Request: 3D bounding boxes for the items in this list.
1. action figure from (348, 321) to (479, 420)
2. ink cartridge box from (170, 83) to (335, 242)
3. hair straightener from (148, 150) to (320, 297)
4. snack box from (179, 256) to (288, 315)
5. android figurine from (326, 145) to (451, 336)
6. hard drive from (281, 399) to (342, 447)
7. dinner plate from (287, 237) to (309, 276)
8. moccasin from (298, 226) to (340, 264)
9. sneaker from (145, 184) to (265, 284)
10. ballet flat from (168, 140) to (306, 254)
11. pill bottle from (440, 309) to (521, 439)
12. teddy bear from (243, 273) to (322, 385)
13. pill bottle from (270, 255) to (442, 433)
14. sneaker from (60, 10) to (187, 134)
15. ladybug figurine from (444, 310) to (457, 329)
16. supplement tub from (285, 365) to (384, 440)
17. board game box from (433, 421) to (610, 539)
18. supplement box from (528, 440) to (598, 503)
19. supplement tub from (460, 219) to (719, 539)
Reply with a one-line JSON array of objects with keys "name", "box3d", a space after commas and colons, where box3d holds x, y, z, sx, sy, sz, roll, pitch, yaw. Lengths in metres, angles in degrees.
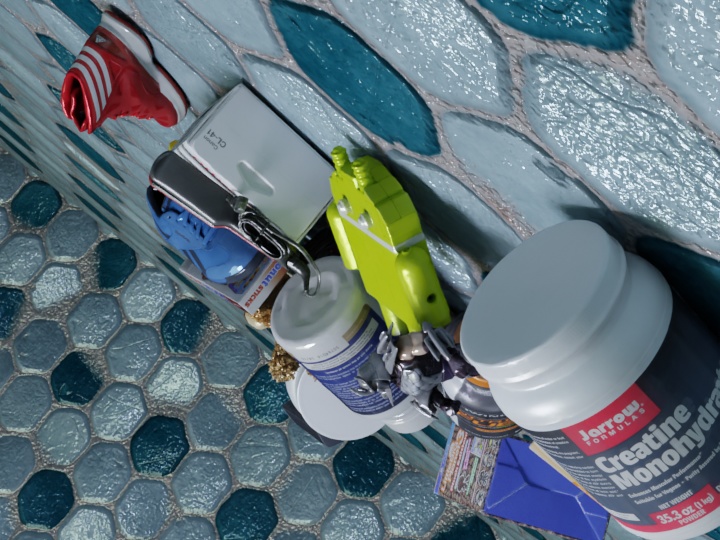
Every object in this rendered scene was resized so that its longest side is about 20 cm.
[{"name": "action figure", "box3d": [0.087, 0.077, 1.037, 0.130, 0.199, 0.070, 100, 157, -70]}, {"name": "ink cartridge box", "box3d": [-0.112, -0.102, 1.255, 0.147, 0.086, 0.200, 42, 169, -13]}, {"name": "hair straightener", "box3d": [-0.116, -0.043, 1.166, 0.200, 0.041, 0.077, 41, 169, -4]}, {"name": "snack box", "box3d": [-0.137, -0.006, 1.329, 0.024, 0.072, 0.200, 43, 171, -26]}, {"name": "android figurine", "box3d": [0.022, -0.018, 1.097, 0.182, 0.041, 0.201, 40, 154, 57]}, {"name": "hard drive", "box3d": [0.007, 0.161, 1.635, 0.135, 0.199, 0.043, 21, 136, 61]}, {"name": "dinner plate", "box3d": [-0.087, -0.017, 1.493, 0.200, 0.024, 0.200, 35, -167, -9]}, {"name": "moccasin", "box3d": [0.001, -0.001, 1.346, 0.201, 0.074, 0.078, 10, 142, 51]}, {"name": "sneaker", "box3d": [-0.169, -0.045, 1.285, 0.078, 0.066, 0.200, 49, 168, -35]}, {"name": "ballet flat", "box3d": [-0.134, -0.095, 1.401, 0.200, 0.067, 0.067, 46, -153, 11]}, {"name": "pill bottle", "box3d": [0.127, 0.095, 1.193, 0.106, 0.106, 0.200, 36, 169, 16]}, {"name": "teddy bear", "box3d": [-0.055, 0.072, 1.362, 0.199, 0.146, 0.067, 23, 145, -24]}, {"name": "pill bottle", "box3d": [0.006, 0.084, 1.265, 0.111, 0.111, 0.200, 27, 165, 50]}, {"name": "sneaker", "box3d": [-0.268, -0.188, 1.346, 0.078, 0.116, 0.200, 34, 168, 25]}, {"name": "ladybug figurine", "box3d": [0.093, 0.099, 1.421, 0.136, 0.072, 0.200, 38, 170, 5]}, {"name": "supplement tub", "box3d": [-0.024, 0.109, 1.525, 0.145, 0.145, 0.200, 43, -169, -19]}, {"name": "board game box", "box3d": [0.200, 0.258, 1.509, 0.159, 0.097, 0.200, 17, 173, -10]}, {"name": "supplement box", "box3d": [0.245, 0.176, 1.212, 0.126, 0.074, 0.200, 38, 170, 10]}, {"name": "supplement tub", "box3d": [0.177, 0.077, 0.839, 0.200, 0.141, 0.140, 43, 169, -23]}]
